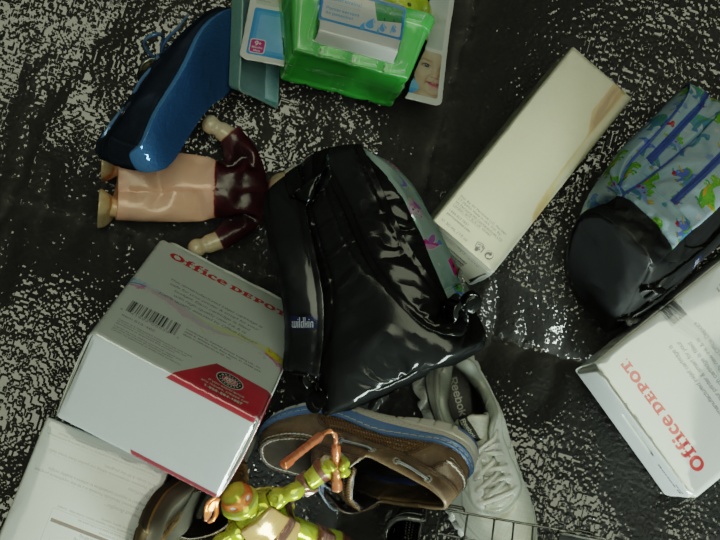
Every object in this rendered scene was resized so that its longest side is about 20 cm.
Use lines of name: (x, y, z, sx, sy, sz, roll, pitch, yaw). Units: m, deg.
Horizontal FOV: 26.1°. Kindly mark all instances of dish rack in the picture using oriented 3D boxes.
dish rack: (0.112, 0.275, 1.296, 0.198, 0.055, 0.155, 9, 111, 5)

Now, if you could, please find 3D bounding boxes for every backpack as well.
backpack: (0.000, 0.000, 1.270, 0.165, 0.127, 0.202, -24, 81, 6)
backpack: (0.270, -0.065, 1.349, 0.199, 0.163, 0.154, -29, 72, -16)

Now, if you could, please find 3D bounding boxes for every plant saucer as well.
plant saucer: (-0.092, -0.249, 1.379, 0.019, 0.070, 0.203, -3, 81, 27)

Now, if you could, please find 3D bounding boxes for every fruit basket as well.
fruit basket: (-0.001, -0.256, 1.371, 0.183, 0.094, 0.202, 14, 74, -10)

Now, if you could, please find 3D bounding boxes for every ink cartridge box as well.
ink cartridge box: (-0.138, 0.074, 1.257, 0.145, 0.200, 0.083, 27, 113, -2)
ink cartridge box: (0.311, 0.082, 1.365, 0.199, 0.084, 0.147, -36, 88, -9)

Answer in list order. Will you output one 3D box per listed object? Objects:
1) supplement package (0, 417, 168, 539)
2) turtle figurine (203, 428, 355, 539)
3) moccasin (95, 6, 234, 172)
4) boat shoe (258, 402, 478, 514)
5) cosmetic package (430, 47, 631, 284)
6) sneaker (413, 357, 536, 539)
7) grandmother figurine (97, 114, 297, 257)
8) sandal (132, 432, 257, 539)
supplement package: (-0.241, 0.234, 1.270, 0.109, 0.114, 0.202, 22, 81, -4)
turtle figurine: (-0.076, 0.214, 1.236, 0.200, 0.064, 0.162, -42, 133, -3)
moccasin: (-0.164, -0.164, 1.326, 0.067, 0.081, 0.201, 4, 39, 27)
boat shoe: (-0.005, 0.158, 1.285, 0.198, 0.073, 0.073, -1, 40, 27)
cosmetic package: (0.140, -0.089, 1.361, 0.071, 0.105, 0.200, 40, 82, -1)
sneaker: (0.100, 0.159, 1.328, 0.074, 0.081, 0.202, -21, 86, -10)
grandmother figurine: (-0.127, -0.073, 1.355, 0.197, 0.061, 0.123, 5, 99, -9)
sandal: (-0.124, 0.182, 1.265, 0.054, 0.200, 0.083, 17, 116, 14)
